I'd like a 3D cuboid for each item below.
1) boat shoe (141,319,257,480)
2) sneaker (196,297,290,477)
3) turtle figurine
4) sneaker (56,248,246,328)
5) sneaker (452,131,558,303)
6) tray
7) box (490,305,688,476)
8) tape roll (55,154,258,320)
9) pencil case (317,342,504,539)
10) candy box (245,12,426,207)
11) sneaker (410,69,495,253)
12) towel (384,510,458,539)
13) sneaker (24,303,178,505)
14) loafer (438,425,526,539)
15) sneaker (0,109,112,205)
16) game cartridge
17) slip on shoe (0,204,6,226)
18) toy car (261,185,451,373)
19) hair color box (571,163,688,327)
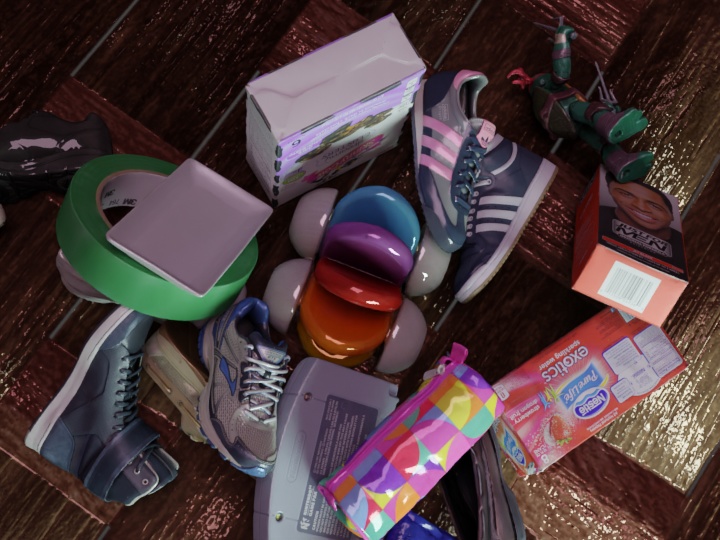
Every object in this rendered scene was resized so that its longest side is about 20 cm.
[{"bbox_3d":[-0.151,0.143,1.048,0.065,0.072,0.200,-42,85,24],"label":"boat shoe"},{"bbox_3d":[-0.109,0.104,0.990,0.077,0.085,0.201,26,33,-38],"label":"sneaker"},{"bbox_3d":[0.248,-0.189,1.150,0.101,0.150,0.200,-43,47,11],"label":"turtle figurine"},{"bbox_3d":[-0.218,0.011,1.057,0.198,0.089,0.076,9,73,-4],"label":"sneaker"},{"bbox_3d":[0.128,-0.066,1.123,0.108,0.070,0.201,35,68,-2],"label":"sneaker"},{"bbox_3d":[-0.165,-0.042,1.002,0.107,0.022,0.200,33,31,-2],"label":"tray"},{"bbox_3d":[0.227,0.120,1.073,0.199,0.096,0.100,-32,80,-13],"label":"box"},{"bbox_3d":[-0.202,-0.036,1.028,0.199,0.048,0.201,24,31,-16],"label":"tape roll"},{"bbox_3d":[0.049,0.168,0.987,0.088,0.088,0.200,42,79,5],"label":"pencil case"},{"bbox_3d":[-0.032,-0.160,1.062,0.167,0.200,0.072,-29,80,-12],"label":"candy box"},{"bbox_3d":[0.103,-0.121,1.069,0.082,0.070,0.202,-13,72,27],"label":"sneaker"},{"bbox_3d":[0.052,0.352,0.996,0.147,0.049,0.201,35,66,-21],"label":"towel"},{"bbox_3d":[-0.222,0.134,1.008,0.146,0.077,0.203,36,102,9],"label":"sneaker"},{"bbox_3d":[0.104,0.199,1.032,0.063,0.072,0.201,0,58,-38],"label":"loafer"},{"bbox_3d":[-0.362,-0.125,1.093,0.198,0.076,0.091,-4,66,-14],"label":"sneaker"},{"bbox_3d":[-0.037,0.196,1.024,0.133,0.041,0.202,23,73,-35],"label":"game cartridge"},{"bbox_3d":[-0.459,-0.010,1.054,0.199,0.076,0.061,-28,120,-20],"label":"slip on shoe"},{"bbox_3d":[0.000,0.000,1.051,0.174,0.150,0.201,20,74,0],"label":"toy car"},{"bbox_3d":[0.283,-0.032,1.077,0.101,0.062,0.200,23,31,0],"label":"hair color box"}]
